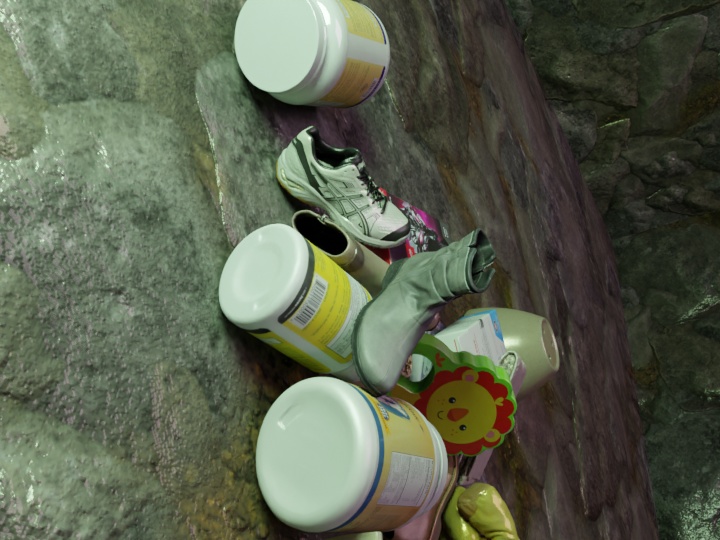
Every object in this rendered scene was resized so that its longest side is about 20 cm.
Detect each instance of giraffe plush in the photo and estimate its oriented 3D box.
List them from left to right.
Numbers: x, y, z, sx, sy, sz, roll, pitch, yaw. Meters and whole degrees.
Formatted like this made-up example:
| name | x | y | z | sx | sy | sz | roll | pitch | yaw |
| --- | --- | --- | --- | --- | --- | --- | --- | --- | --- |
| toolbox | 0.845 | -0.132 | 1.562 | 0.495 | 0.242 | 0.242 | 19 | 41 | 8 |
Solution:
| name | x | y | z | sx | sy | sz | roll | pitch | yaw |
| --- | --- | --- | --- | --- | --- | --- | --- | --- | --- |
| giraffe plush | 0.143 | 0.404 | 0.887 | 0.161 | 0.199 | 0.175 | -34 | 150 | -34 |

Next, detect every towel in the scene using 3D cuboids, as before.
| name | x | y | z | sx | sy | sz | roll | pitch | yaw |
| --- | --- | --- | --- | --- | --- | --- | --- | --- | --- |
| towel | 0.191 | 0.219 | 1.011 | 0.203 | 0.034 | 0.132 | -64 | 158 | -5 |

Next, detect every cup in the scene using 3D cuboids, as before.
| name | x | y | z | sx | sy | sz | roll | pitch | yaw |
| --- | --- | --- | --- | --- | --- | --- | --- | --- | --- |
| cup | 0.298 | 0.157 | 1.315 | 0.200 | 0.141 | 0.204 | 37 | 44 | -47 |

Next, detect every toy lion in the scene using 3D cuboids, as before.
| name | x | y | z | sx | sy | sz | roll | pitch | yaw |
| --- | --- | --- | --- | --- | --- | --- | --- | --- | --- |
| toy lion | 0.098 | 0.162 | 0.881 | 0.202 | 0.189 | 0.069 | 60 | 15 | -21 |

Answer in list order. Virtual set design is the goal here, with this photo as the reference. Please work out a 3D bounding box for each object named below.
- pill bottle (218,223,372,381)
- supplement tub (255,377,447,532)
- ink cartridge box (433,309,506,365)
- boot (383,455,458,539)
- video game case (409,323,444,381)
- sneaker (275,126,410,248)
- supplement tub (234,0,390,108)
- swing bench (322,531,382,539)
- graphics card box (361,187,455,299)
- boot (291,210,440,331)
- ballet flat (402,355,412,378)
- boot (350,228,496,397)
| name | x | y | z | sx | sy | sz | roll | pitch | yaw |
| --- | --- | --- | --- | --- | --- | --- | --- | --- | --- |
| pill bottle | -0.053 | 0.045 | 0.759 | 0.200 | 0.112 | 0.116 | 41 | 41 | -46 |
| supplement tub | -0.002 | 0.202 | 0.735 | 0.199 | 0.142 | 0.148 | 29 | 50 | -53 |
| ink cartridge box | 0.173 | 0.143 | 1.091 | 0.199 | 0.067 | 0.118 | -17 | 91 | -62 |
| boot | 0.079 | 0.283 | 0.919 | 0.076 | 0.073 | 0.202 | 46 | 43 | -24 |
| video game case | 0.132 | 0.189 | 1.103 | 0.183 | 0.023 | 0.202 | 53 | 33 | -34 |
| sneaker | -0.009 | -0.104 | 0.869 | 0.198 | 0.088 | 0.076 | 29 | 38 | -15 |
| supplement tub | -0.059 | -0.292 | 0.901 | 0.199 | 0.143 | 0.148 | -20 | 92 | -62 |
| swing bench | 0.024 | 0.391 | 0.703 | 0.199 | 0.128 | 0.203 | 32 | 49 | -44 |
| graphics card box | 0.073 | -0.031 | 1.012 | 0.199 | 0.050 | 0.128 | 23 | 51 | -50 |
| boot | 0.000 | 0.000 | 0.837 | 0.071 | 0.198 | 0.146 | -58 | 155 | -11 |
| ballet flat | 0.058 | 0.071 | 1.021 | 0.067 | 0.046 | 0.204 | 38 | 43 | -49 |
| boot | 0.070 | 0.034 | 0.721 | 0.070 | 0.130 | 0.202 | 47 | 42 | -25 |
